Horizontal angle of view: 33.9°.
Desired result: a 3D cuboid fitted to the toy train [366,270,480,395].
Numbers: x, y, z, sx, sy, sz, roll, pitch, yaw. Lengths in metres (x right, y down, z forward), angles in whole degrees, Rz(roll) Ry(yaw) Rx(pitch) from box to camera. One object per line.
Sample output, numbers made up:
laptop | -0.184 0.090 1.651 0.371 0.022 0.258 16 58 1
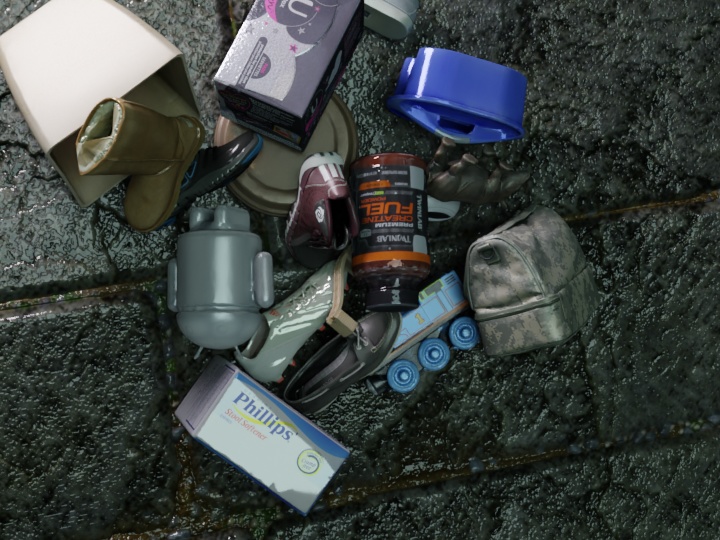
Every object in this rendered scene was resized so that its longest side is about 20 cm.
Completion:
toy train | 0.079 0.089 1.657 0.199 0.087 0.115 -34 91 -8

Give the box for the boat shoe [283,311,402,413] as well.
boat shoe | -0.025 0.122 1.599 0.200 0.067 0.057 -45 146 17

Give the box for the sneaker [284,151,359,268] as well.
sneaker | -0.048 -0.048 1.553 0.075 0.116 0.201 -11 139 -17

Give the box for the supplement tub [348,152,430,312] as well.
supplement tub | 0.039 -0.048 1.561 0.106 0.107 0.201 0 80 -15

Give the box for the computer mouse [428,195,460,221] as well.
computer mouse | 0.052 -0.116 1.651 0.199 0.044 0.110 3 73 -17

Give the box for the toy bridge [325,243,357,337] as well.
toy bridge | 0.000 0.000 1.612 0.067 0.027 0.200 41 53 -12

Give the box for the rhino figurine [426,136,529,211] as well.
rhino figurine | 0.167 -0.127 1.648 0.199 0.060 0.088 7 130 -42

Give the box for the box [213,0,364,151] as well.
box | -0.091 -0.284 1.545 0.132 0.115 0.201 24 73 5

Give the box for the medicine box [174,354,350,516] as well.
medicine box | -0.133 0.210 1.542 0.182 0.200 0.103 37 83 -13

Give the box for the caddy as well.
caddy | 0.135 -0.229 1.628 0.199 0.141 0.106 13 85 -14

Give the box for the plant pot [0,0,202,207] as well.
plant pot | -0.339 -0.233 1.476 0.199 0.200 0.177 -39 78 -10

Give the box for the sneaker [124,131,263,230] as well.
sneaker | -0.221 -0.133 1.552 0.199 0.073 0.082 -32 89 9

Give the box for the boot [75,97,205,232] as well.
boot | -0.284 -0.125 1.437 0.066 0.200 0.176 30 103 16

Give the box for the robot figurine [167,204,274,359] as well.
robot figurine | -0.186 0.016 1.559 0.113 0.169 0.201 9 80 -57

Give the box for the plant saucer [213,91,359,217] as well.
plant saucer | -0.101 -0.173 1.603 0.199 0.029 0.201 0 84 -2

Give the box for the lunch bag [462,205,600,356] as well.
lunch bag | 0.231 0.009 1.633 0.200 0.139 0.169 -29 103 -57

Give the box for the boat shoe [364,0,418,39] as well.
boat shoe | -0.009 -0.397 1.630 0.200 0.070 0.072 30 65 -12

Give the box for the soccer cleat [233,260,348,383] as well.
soccer cleat | -0.091 0.063 1.613 0.077 0.069 0.200 39 85 -30
